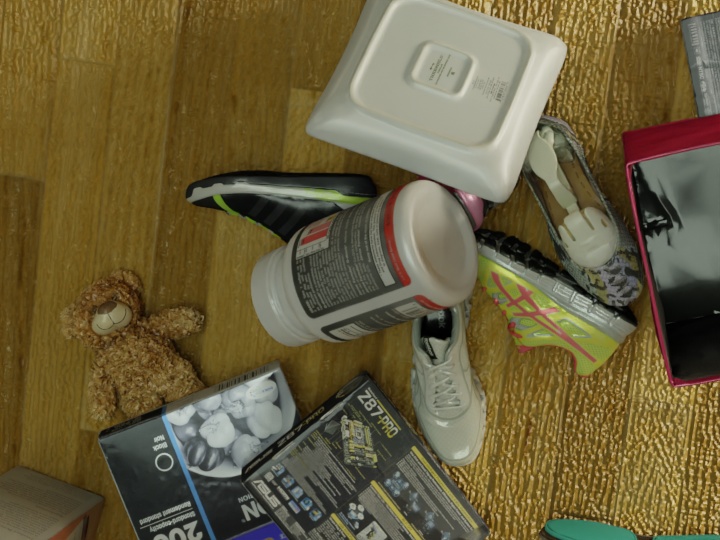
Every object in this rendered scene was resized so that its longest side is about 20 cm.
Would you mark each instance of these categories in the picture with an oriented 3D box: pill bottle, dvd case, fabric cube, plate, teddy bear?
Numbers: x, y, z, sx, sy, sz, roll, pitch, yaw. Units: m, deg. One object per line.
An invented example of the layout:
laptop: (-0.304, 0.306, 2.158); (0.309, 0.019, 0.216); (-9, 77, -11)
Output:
pill bottle: (0.000, 0.000, 1.317); (0.199, 0.115, 0.117); (-20, 92, 36)
dvd case: (0.407, -0.180, 1.322); (0.198, 0.016, 0.151); (-11, 94, 12)
fabric cube: (0.341, -0.035, 1.247); (0.198, 0.199, 0.199); (-12, 99, 12)
plate: (0.074, -0.177, 1.319); (0.198, 0.032, 0.201); (20, 60, 7)
teddy bear: (-0.219, 0.097, 1.443); (0.143, 0.067, 0.202); (-17, 93, 9)

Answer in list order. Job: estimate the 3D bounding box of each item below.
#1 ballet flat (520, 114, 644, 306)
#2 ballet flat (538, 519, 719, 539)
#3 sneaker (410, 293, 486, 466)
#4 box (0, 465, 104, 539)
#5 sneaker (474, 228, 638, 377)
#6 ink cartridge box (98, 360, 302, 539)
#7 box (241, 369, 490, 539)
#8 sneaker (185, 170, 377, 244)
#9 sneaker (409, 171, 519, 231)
ballet flat: (0.194, -0.058, 1.320); (0.072, 0.072, 0.202); (-29, 72, 12)
ballet flat: (0.268, 0.285, 1.373); (0.197, 0.068, 0.068); (5, 104, 12)
sneaker: (0.078, 0.094, 1.381); (0.074, 0.081, 0.203); (-7, 96, 9)
box: (-0.353, 0.303, 1.421); (0.105, 0.200, 0.154); (18, 100, 8)
sneaker: (0.158, 0.032, 1.362); (0.199, 0.078, 0.091); (32, 109, 9)
ink cartridge box: (-0.134, 0.218, 1.421); (0.196, 0.043, 0.202); (-22, 100, 0)
box: (0.005, 0.225, 1.390); (0.161, 0.049, 0.201); (-39, 100, 2)
sneaker: (-0.077, -0.053, 1.399); (0.197, 0.072, 0.084); (2, 99, 11)
sneaker: (0.078, -0.136, 1.369); (0.095, 0.079, 0.201); (-33, 81, -17)
